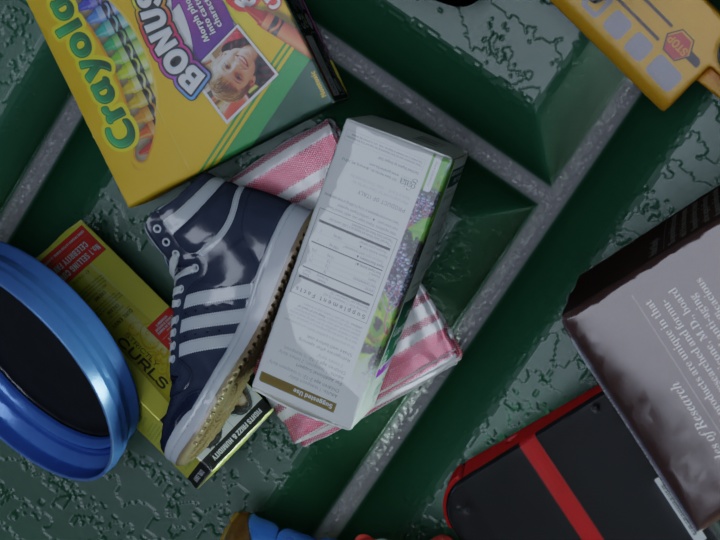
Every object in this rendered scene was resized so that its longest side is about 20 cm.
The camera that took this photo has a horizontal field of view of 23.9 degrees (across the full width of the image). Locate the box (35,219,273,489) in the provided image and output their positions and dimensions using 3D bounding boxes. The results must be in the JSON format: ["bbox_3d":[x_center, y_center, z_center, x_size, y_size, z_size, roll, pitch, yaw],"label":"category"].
[{"bbox_3d":[-0.161,0.061,1.243,0.200,0.050,0.075,45,61,3],"label":"box"}]

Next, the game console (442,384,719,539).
[{"bbox_3d":[0.170,0.196,1.209,0.176,0.031,0.201,-34,92,24],"label":"game console"}]

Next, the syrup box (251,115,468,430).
[{"bbox_3d":[0.000,0.000,1.174,0.081,0.079,0.201,21,101,10],"label":"syrup box"}]

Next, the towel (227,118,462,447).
[{"bbox_3d":[-0.032,0.011,1.239,0.146,0.030,0.201,-30,89,14],"label":"towel"}]

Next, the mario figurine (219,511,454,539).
[{"bbox_3d":[-0.006,0.235,1.223,0.198,0.123,0.107,7,88,15],"label":"mario figurine"}]

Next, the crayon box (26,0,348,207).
[{"bbox_3d":[-0.130,-0.173,1.211,0.172,0.058,0.201,-26,93,14],"label":"crayon box"}]

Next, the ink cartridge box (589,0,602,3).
[{"bbox_3d":[0.205,-0.280,1.068,0.199,0.084,0.147,-27,88,-11],"label":"ink cartridge box"}]

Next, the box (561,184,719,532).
[{"bbox_3d":[0.260,0.032,1.107,0.199,0.166,0.165,-34,92,15],"label":"box"}]

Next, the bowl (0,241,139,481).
[{"bbox_3d":[-0.240,0.062,1.226,0.200,0.039,0.202,27,141,25],"label":"bowl"}]

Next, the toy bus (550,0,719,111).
[{"bbox_3d":[0.189,-0.176,1.140,0.200,0.065,0.078,45,104,2],"label":"toy bus"}]

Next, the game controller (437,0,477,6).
[{"bbox_3d":[0.016,-0.247,1.117,0.042,0.199,0.105,-3,74,54],"label":"game controller"}]

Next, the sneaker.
[{"bbox_3d":[-0.118,0.028,1.196,0.108,0.070,0.201,26,83,6],"label":"sneaker"}]
